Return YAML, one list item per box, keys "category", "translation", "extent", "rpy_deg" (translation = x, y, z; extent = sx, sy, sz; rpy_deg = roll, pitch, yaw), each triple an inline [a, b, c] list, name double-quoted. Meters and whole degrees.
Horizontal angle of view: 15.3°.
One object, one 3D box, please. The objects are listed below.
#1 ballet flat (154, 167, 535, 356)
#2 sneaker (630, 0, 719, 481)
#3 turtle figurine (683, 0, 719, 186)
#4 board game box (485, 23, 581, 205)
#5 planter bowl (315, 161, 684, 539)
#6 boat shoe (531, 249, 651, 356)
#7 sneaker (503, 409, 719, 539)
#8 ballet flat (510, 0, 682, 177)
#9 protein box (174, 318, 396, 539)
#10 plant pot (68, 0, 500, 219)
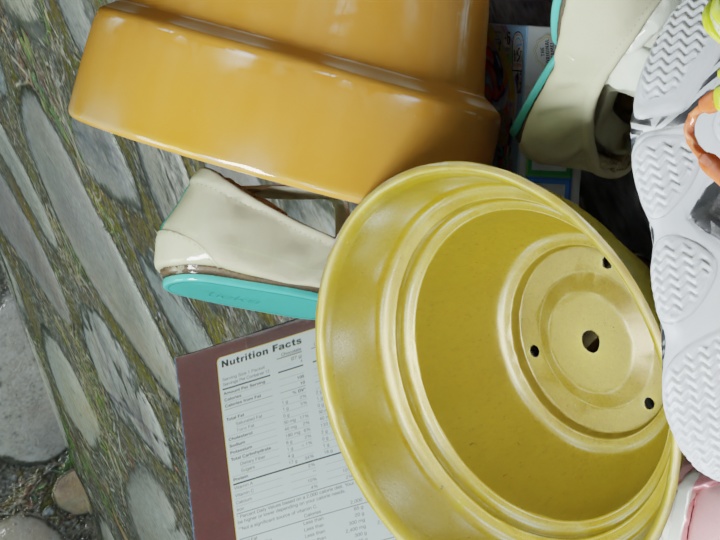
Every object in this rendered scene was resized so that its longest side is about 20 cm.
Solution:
- category: "ballet flat"
  translation: [0.000, 0.000, 1.248]
  extent: [0.069, 0.199, 0.070]
  rpy_deg: [-43, 37, 45]
- category: "sneaker"
  translation: [0.156, -0.013, 1.079]
  extent: [0.115, 0.075, 0.201]
  rpy_deg: [22, -115, -72]
- category: "turtle figurine"
  translation: [0.147, -0.125, 0.950]
  extent: [0.162, 0.064, 0.201]
  rpy_deg: [91, 178, -46]
- category: "board game box"
  translation: [0.058, -0.058, 1.348]
  extent: [0.200, 0.034, 0.135]
  rpy_deg: [-163, 75, -71]
- category: "planter bowl"
  translation: [0.080, 0.041, 1.171]
  extent: [0.200, 0.083, 0.201]
  rpy_deg: [17, 117, 38]
- category: "boat shoe"
  translation: [0.107, 0.034, 1.353]
  extent: [0.071, 0.070, 0.200]
  rpy_deg: [63, 162, 18]
- category: "sneaker"
  translation: [0.113, 0.107, 1.240]
  extent: [0.200, 0.104, 0.076]
  rpy_deg: [32, 112, 62]
- category: "ballet flat"
  translation: [0.114, -0.093, 1.141]
  extent: [0.070, 0.069, 0.200]
  rpy_deg: [61, 166, 16]
- category: "protein box"
  translation: [0.014, 0.148, 1.369]
  extent: [0.199, 0.134, 0.201]
  rpy_deg: [46, -149, -57]
- category: "plant pot"
  translation: [-0.017, -0.135, 1.249]
  extent: [0.200, 0.199, 0.184]
  rpy_deg: [-154, 79, -68]
